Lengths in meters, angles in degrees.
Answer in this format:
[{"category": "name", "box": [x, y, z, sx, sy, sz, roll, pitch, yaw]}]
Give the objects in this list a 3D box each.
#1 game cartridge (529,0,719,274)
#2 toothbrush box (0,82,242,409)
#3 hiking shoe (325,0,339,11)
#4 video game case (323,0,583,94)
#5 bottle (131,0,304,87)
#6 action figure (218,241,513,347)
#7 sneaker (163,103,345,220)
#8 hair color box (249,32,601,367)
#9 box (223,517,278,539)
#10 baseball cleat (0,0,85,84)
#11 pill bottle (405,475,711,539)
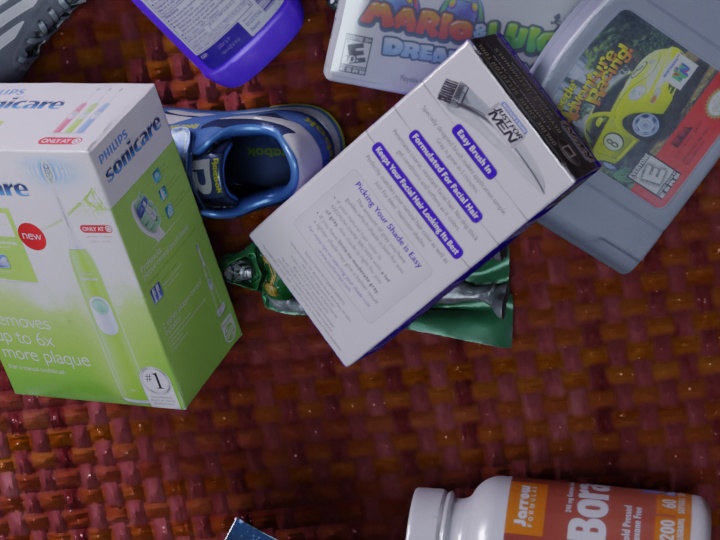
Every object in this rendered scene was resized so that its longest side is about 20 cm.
[{"category": "game cartridge", "box": [0.174, -0.108, 1.270, 0.133, 0.041, 0.200, 30, 106, -15]}, {"category": "toothbrush box", "box": [-0.181, -0.016, 1.297, 0.145, 0.086, 0.201, 4, 126, 29]}, {"category": "hiking shoe", "box": [-0.044, -0.254, 1.275, 0.200, 0.074, 0.087, 42, 100, -14]}, {"category": "video game case", "box": [0.091, -0.191, 1.259, 0.199, 0.024, 0.183, 9, 108, -11]}, {"category": "bottle", "box": [-0.125, -0.207, 1.263, 0.084, 0.065, 0.200, -44, 117, 4]}, {"category": "action figure", "box": [0.000, 0.000, 1.342, 0.199, 0.055, 0.119, 0, 108, 13]}, {"category": "sneaker", "box": [-0.113, -0.070, 1.324, 0.199, 0.082, 0.074, -9, 106, 13]}, {"category": "hair color box", "box": [0.039, -0.043, 1.251, 0.200, 0.065, 0.110, -40, 84, 27]}, {"category": "box", "box": [-0.032, 0.215, 1.330, 0.136, 0.200, 0.038, 28, 81, 1]}, {"category": "baseball cleat", "box": [-0.205, -0.180, 1.315, 0.106, 0.070, 0.201, 17, 108, 5]}, {"category": "pill bottle", "box": [0.131, 0.197, 1.341, 0.199, 0.112, 0.113, 5, 106, 7]}]
